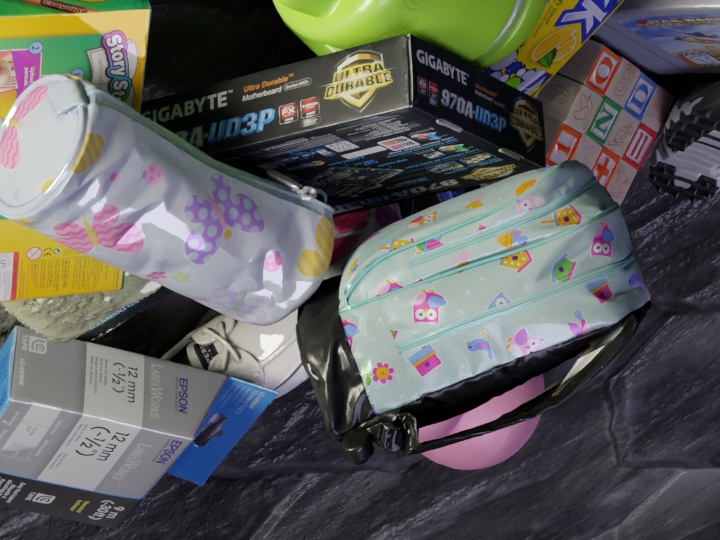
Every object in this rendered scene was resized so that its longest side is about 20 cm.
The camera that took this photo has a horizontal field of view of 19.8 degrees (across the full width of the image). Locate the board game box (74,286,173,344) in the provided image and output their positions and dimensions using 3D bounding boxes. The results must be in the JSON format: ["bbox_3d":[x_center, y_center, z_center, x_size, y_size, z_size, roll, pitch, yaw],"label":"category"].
[{"bbox_3d":[-0.135,-0.031,1.364,0.200,0.028,0.135,-30,150,5],"label":"board game box"}]

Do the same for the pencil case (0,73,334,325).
[{"bbox_3d":[-0.106,-0.036,1.138,0.200,0.083,0.091,24,133,-39],"label":"pencil case"}]

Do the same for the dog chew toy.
[{"bbox_3d":[0.048,0.086,1.605,0.200,0.125,0.125,15,132,-39],"label":"dog chew toy"}]

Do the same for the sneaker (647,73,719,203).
[{"bbox_3d":[0.250,-0.116,1.453,0.066,0.091,0.200,18,167,1],"label":"sneaker"}]

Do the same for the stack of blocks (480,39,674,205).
[{"bbox_3d":[0.124,-0.055,1.402,0.115,0.059,0.200,23,93,-54],"label":"stack of blocks"}]

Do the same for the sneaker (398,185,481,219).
[{"bbox_3d":[0.052,-0.042,1.454,0.078,0.070,0.200,0,140,23],"label":"sneaker"}]

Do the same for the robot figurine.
[{"bbox_3d":[0.028,-0.176,1.175,0.200,0.116,0.176,7,132,-44],"label":"robot figurine"}]

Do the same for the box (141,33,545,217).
[{"bbox_3d":[-0.014,-0.078,1.222,0.200,0.046,0.159,-12,163,31],"label":"box"}]

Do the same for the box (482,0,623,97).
[{"bbox_3d":[0.119,-0.184,1.285,0.070,0.064,0.200,7,137,-43],"label":"box"}]

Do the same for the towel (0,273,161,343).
[{"bbox_3d":[-0.188,-0.036,1.268,0.148,0.037,0.200,-36,135,11],"label":"towel"}]

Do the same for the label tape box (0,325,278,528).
[{"bbox_3d":[-0.176,0.121,1.462,0.200,0.066,0.143,17,140,-22],"label":"label tape box"}]

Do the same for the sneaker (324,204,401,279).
[{"bbox_3d":[0.000,0.000,1.373,0.081,0.088,0.200,-30,-168,12],"label":"sneaker"}]

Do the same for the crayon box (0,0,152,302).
[{"bbox_3d":[-0.189,-0.076,1.165,0.119,0.058,0.200,-6,129,-21],"label":"crayon box"}]

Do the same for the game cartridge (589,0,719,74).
[{"bbox_3d":[0.230,-0.161,1.316,0.200,0.042,0.133,3,173,40],"label":"game cartridge"}]

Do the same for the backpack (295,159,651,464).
[{"bbox_3d":[0.066,0.019,1.204,0.200,0.127,0.167,-23,-171,6],"label":"backpack"}]

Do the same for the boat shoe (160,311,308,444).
[{"bbox_3d":[-0.099,0.065,1.508,0.200,0.072,0.066,-33,155,28],"label":"boat shoe"}]
